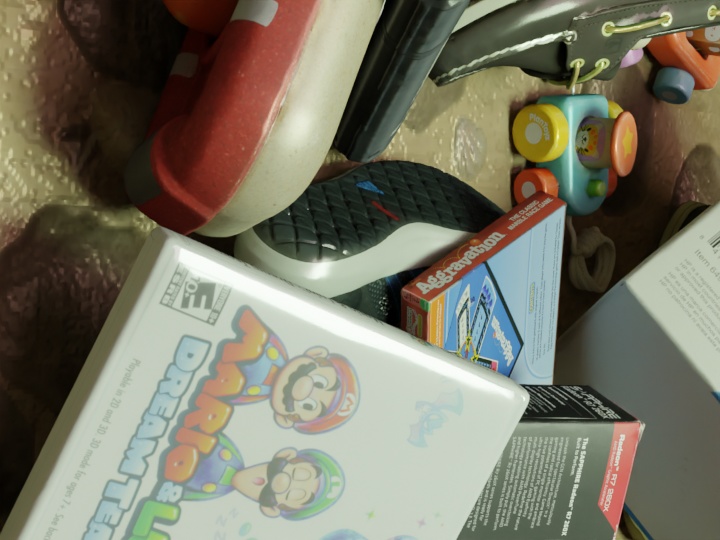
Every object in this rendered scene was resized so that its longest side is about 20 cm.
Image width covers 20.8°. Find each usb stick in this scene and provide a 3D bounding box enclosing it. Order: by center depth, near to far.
[{"bbox_3d":[0.020,-0.098,0.835,0.032,0.200,0.056,24,71,-3],"label":"usb stick"}]

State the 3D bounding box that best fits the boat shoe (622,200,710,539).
[{"bbox_3d":[0.200,0.061,1.126,0.071,0.066,0.203,18,79,-45],"label":"boat shoe"}]

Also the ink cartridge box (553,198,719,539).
[{"bbox_3d":[0.218,0.034,1.020,0.199,0.145,0.148,-35,81,-27],"label":"ink cartridge box"}]

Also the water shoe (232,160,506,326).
[{"bbox_3d":[0.000,0.000,0.907,0.199,0.071,0.079,-9,131,-53],"label":"water shoe"}]

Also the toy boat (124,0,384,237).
[{"bbox_3d":[-0.063,-0.121,0.790,0.130,0.130,0.202,24,74,-16],"label":"toy boat"}]

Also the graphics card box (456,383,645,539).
[{"bbox_3d":[0.021,0.114,0.867,0.198,0.051,0.127,2,109,-29],"label":"graphics card box"}]

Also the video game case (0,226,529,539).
[{"bbox_3d":[-0.048,0.105,0.787,0.181,0.024,0.201,24,98,-29],"label":"video game case"}]

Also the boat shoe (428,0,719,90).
[{"bbox_3d":[0.118,-0.125,0.977,0.200,0.072,0.061,-23,95,-22],"label":"boat shoe"}]

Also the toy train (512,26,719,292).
[{"bbox_3d":[0.156,-0.094,1.072,0.150,0.055,0.201,45,60,-40],"label":"toy train"}]

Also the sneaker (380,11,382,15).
[{"bbox_3d":[0.035,-0.183,0.886,0.067,0.107,0.203,38,65,-43],"label":"sneaker"}]

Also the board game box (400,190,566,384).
[{"bbox_3d":[0.057,0.069,0.944,0.103,0.019,0.202,-35,139,-39],"label":"board game box"}]
